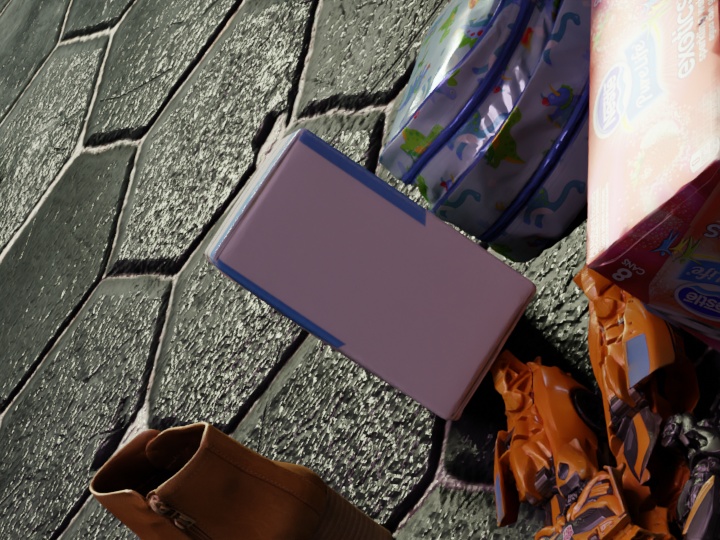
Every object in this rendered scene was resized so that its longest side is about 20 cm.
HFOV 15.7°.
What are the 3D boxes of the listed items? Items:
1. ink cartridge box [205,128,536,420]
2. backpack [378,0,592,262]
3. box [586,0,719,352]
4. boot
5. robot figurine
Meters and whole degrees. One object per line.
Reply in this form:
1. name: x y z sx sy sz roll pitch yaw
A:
1. ink cartridge box: 0.000 0.000 1.365 0.084 0.145 0.200 -57 5 -2
2. backpack: 0.093 -0.099 1.370 0.163 0.153 0.201 -38 37 50
3. box: 0.172 -0.070 1.225 0.095 0.099 0.201 -41 29 36
4. boot: -0.092 0.151 1.433 0.201 0.144 0.071 -38 30 41
5. robot figurine: 0.109 0.092 1.203 0.145 0.058 0.200 -49 24 28
